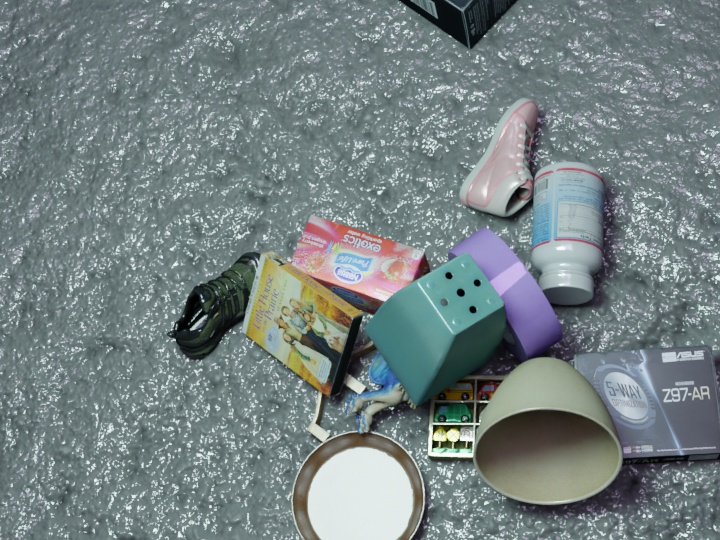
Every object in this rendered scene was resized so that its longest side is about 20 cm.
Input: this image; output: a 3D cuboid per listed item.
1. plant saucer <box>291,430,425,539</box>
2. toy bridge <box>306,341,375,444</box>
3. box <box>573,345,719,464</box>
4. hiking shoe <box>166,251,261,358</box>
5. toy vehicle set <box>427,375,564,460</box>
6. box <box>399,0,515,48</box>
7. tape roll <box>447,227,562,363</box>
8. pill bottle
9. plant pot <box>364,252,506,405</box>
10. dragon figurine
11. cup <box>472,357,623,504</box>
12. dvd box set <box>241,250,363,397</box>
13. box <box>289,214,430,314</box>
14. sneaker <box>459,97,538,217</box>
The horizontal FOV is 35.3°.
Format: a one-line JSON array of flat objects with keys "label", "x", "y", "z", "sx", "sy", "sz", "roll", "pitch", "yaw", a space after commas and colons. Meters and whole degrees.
[{"label": "plant saucer", "x": -0.002, "y": 0.338, "z": 1.664, "sx": 0.199, "sy": 0.035, "sz": 0.201, "roll": -4, "pitch": 66, "yaw": 9}, {"label": "toy bridge", "x": -0.019, "y": 0.170, "z": 1.738, "sx": 0.067, "sy": 0.027, "sz": 0.200, "roll": 32, "pitch": 78, "yaw": 22}, {"label": "box", "x": 0.415, "y": 0.196, "z": 1.634, "sx": 0.199, "sy": 0.044, "sz": 0.161, "roll": -4, "pitch": 68, "yaw": 10}, {"label": "hiking shoe", "x": -0.221, "y": 0.047, "z": 1.787, "sx": 0.076, "sy": 0.101, "sz": 0.200, "roll": 32, "pitch": 77, "yaw": 20}, {"label": "toy vehicle set", "x": 0.202, "y": 0.219, "z": 1.675, "sx": 0.199, "sy": 0.027, "sz": 0.125, "roll": -1, "pitch": 68, "yaw": 11}, {"label": "box", "x": 0.172, "y": -0.525, "z": 1.931, "sx": 0.200, "sy": 0.124, "sz": 0.197, "roll": 40, "pitch": 82, "yaw": 23}, {"label": "tape roll", "x": 0.210, "y": 0.037, "z": 1.653, "sx": 0.066, "sy": 0.200, "sz": 0.200, "roll": -35, "pitch": 66, "yaw": -4}, {"label": "pill bottle", "x": 0.315, "y": -0.055, "z": 1.720, "sx": 0.108, "sy": 0.109, "sz": 0.201, "roll": 2, "pitch": 69, "yaw": 12}, {"label": "plant pot", "x": 0.115, "y": 0.069, "z": 1.577, "sx": 0.141, "sy": 0.200, "sz": 0.142, "roll": -29, "pitch": 74, "yaw": -20}, {"label": "dragon figurine", "x": 0.050, "y": 0.156, "z": 1.702, "sx": 0.099, "sy": 0.059, "sz": 0.200, "roll": 0, "pitch": 48, "yaw": 39}, {"label": "cup", "x": 0.257, "y": 0.206, "z": 1.568, "sx": 0.199, "sy": 0.201, "sz": 0.144, "roll": -3, "pitch": 41, "yaw": 10}, {"label": "dvd box set", "x": -0.092, "y": 0.080, "z": 1.724, "sx": 0.200, "sy": 0.029, "sz": 0.147, "roll": 34, "pitch": 120, "yaw": 30}, {"label": "box", "x": 0.000, "y": 0.000, "z": 1.766, "sx": 0.199, "sy": 0.096, "sz": 0.100, "roll": 19, "pitch": 74, "yaw": 17}, {"label": "sneaker", "x": 0.250, "y": -0.172, "z": 1.790, "sx": 0.104, "sy": 0.075, "sz": 0.201, "roll": 28, "pitch": 83, "yaw": 36}]
